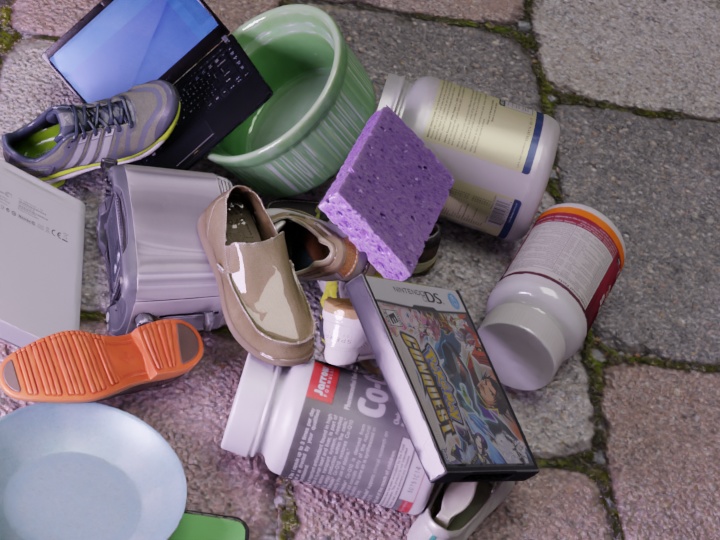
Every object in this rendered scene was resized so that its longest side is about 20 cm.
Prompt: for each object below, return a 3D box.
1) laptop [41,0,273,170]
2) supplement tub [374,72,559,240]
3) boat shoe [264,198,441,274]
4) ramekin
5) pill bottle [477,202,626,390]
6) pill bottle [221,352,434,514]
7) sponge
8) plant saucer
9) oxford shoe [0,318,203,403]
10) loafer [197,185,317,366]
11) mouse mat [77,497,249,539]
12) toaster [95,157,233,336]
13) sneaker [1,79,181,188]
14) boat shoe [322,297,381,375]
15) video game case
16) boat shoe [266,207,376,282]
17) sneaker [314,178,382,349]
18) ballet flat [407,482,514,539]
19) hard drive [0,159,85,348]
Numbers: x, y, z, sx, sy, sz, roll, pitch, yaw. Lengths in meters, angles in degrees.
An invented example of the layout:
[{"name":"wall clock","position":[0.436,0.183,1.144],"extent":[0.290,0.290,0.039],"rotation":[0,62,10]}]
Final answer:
[{"name":"laptop","position":[-0.217,-0.207,1.747],"extent":[0.177,0.103,0.200],"rotation":[-40,45,7]},{"name":"supplement tub","position":[0.106,-0.128,1.814],"extent":[0.199,0.145,0.146],"rotation":[18,47,-1]},{"name":"boat shoe","position":[-0.009,-0.051,1.763],"extent":[0.199,0.066,0.072],"rotation":[13,48,-7]},{"name":"ramekin","position":[-0.080,-0.176,1.769],"extent":[0.199,0.098,0.201],"rotation":[-20,50,25]},{"name":"pill bottle","position":[0.198,0.027,1.732],"extent":[0.109,0.110,0.200],"rotation":[28,48,8]},{"name":"pill bottle","position":[-0.023,0.149,1.553],"extent":[0.199,0.114,0.114],"rotation":[17,47,-3]},{"name":"sponge","position":[0.030,-0.079,1.658],"extent":[0.112,0.030,0.200],"rotation":[46,32,-13]},{"name":"plant saucer","position":[-0.256,0.201,1.476],"extent":[0.199,0.039,0.202],"rotation":[10,39,-8]},{"name":"oxford shoe","position":[-0.248,0.099,1.553],"extent":[0.199,0.073,0.072],"rotation":[-6,66,-30]},{"name":"loafer","position":[-0.099,0.002,1.552],"extent":[0.076,0.068,0.201],"rotation":[-15,58,-28]},{"name":"mouse mat","position":[-0.181,0.293,1.452],"extent":[0.160,0.008,0.201],"rotation":[10,47,-10]},{"name":"toaster","position":[-0.192,-0.026,1.655],"extent":[0.128,0.114,0.201],"rotation":[2,52,-20]},{"name":"sneaker","position":[-0.279,-0.143,1.699],"extent":[0.199,0.081,0.074],"rotation":[-26,73,1]},{"name":"boat shoe","position":[0.018,0.066,1.599],"extent":[0.070,0.070,0.200],"rotation":[15,5,31]},{"name":"video game case","position":[0.078,0.101,1.527],"extent":[0.180,0.025,0.201],"rotation":[11,51,-57]},{"name":"boat shoe","position":[-0.075,-0.028,1.658],"extent":[0.199,0.075,0.068],"rotation":[5,-4,41]},{"name":"sneaker","position":[0.000,0.000,1.702],"extent":[0.084,0.074,0.202],"rotation":[5,77,-30]},{"name":"ballet flat","position":[0.110,0.201,1.584],"extent":[0.069,0.070,0.200],"rotation":[31,48,10]},{"name":"hard drive","position":[-0.332,-0.013,1.619],"extent":[0.132,0.027,0.201],"rotation":[29,39,-34]}]
